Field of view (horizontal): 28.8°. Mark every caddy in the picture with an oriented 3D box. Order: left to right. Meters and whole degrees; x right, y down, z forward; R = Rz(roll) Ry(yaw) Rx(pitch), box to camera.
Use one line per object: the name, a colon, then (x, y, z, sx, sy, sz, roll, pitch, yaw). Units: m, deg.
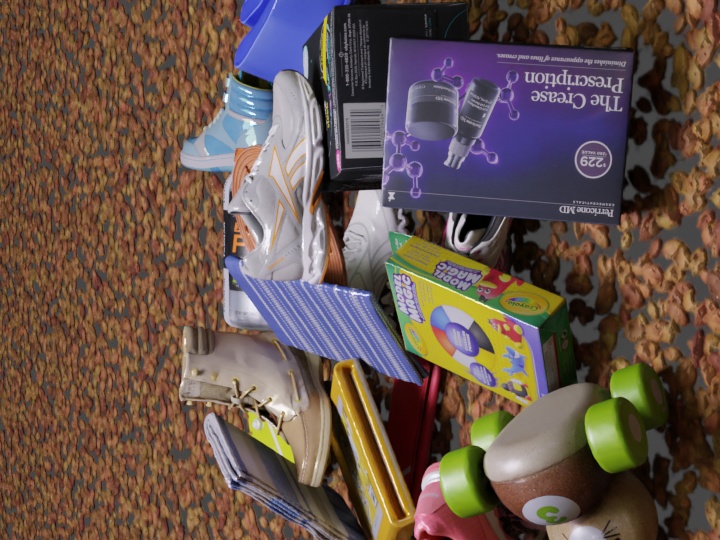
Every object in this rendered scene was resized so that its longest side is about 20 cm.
caddy: (-0.061, -0.283, 1.530, 0.200, 0.104, 0.143, 132, 148, -53)

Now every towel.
towel: (-0.077, 0.231, 1.478, 0.024, 0.199, 0.147, -51, 27, 6)
towel: (-0.034, 0.045, 1.389, 0.199, 0.145, 0.024, 14, 60, 40)

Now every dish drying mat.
dish drying mat: (0.051, 0.151, 1.459, 0.077, 0.018, 0.202, 34, 121, 56)

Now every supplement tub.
supplement tub: (-0.095, -0.037, 1.583, 0.122, 0.121, 0.203, 7, 99, 57)

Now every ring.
ring: (-0.071, -0.036, 1.442, 0.200, 0.019, 0.202, 40, 145, 37)

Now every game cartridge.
game cartridge: (0.006, 0.206, 1.449, 0.200, 0.032, 0.178, 103, 149, -64)

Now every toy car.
toy car: (0.188, 0.203, 1.140, 0.163, 0.158, 0.202, -22, 95, 28)

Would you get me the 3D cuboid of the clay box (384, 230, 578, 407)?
clay box: (0.098, 0.045, 1.257, 0.199, 0.048, 0.116, 23, 142, 36)

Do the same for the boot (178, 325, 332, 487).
boot: (-0.112, 0.137, 1.460, 0.073, 0.154, 0.201, 112, 156, -43)

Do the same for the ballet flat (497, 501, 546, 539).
ballet flat: (0.123, 0.249, 1.319, 0.072, 0.069, 0.200, 58, 142, 8)

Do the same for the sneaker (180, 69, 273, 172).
sneaker: (-0.153, -0.186, 1.709, 0.199, 0.079, 0.132, 6, 100, 48)

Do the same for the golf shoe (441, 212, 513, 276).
golf shoe: (0.102, -0.029, 1.286, 0.072, 0.092, 0.202, 32, 124, 25)

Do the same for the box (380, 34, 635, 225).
box: (0.122, -0.117, 1.161, 0.079, 0.197, 0.143, -50, -37, -75)

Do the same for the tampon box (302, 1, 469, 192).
tampon box: (0.021, -0.159, 1.328, 0.200, 0.125, 0.152, 167, 100, -79)

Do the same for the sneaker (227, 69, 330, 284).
sneaker: (-0.079, -0.087, 1.296, 0.076, 0.091, 0.203, 138, 128, -79)

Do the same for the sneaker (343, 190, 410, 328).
sneaker: (0.000, 0.000, 1.475, 0.075, 0.080, 0.202, 26, 113, 56)

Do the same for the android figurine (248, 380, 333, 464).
android figurine: (-0.085, 0.174, 1.664, 0.200, 0.041, 0.183, -55, 48, 43)

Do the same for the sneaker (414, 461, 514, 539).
sneaker: (0.107, 0.267, 1.242, 0.073, 0.087, 0.201, -25, 110, 39)
